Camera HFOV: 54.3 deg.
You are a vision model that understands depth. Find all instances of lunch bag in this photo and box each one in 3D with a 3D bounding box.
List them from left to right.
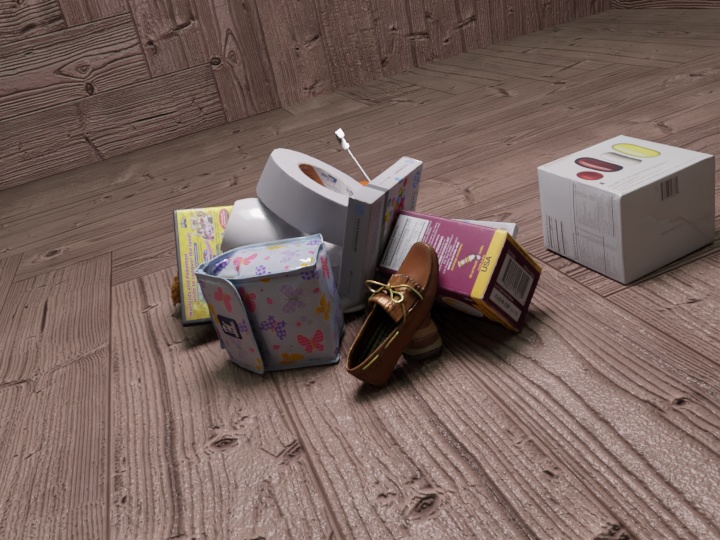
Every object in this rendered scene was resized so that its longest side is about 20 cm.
[{"bbox_3d":[-0.135,0.057,1.052,0.194,0.173,0.128,-6,28,12],"label":"lunch bag"}]

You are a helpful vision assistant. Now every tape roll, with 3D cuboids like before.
[{"bbox_3d":[-0.067,-0.118,1.131,0.197,0.067,0.201,26,19,-10],"label":"tape roll"}]

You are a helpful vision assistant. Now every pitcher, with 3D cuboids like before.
[{"bbox_3d":[-0.127,-0.034,1.160,0.195,0.124,0.171,20,-15,-10],"label":"pitcher"}]

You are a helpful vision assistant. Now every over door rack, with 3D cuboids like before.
[{"bbox_3d":[-0.040,-0.129,1.270,0.146,0.202,0.067,-33,-4,-5],"label":"over door rack"}]

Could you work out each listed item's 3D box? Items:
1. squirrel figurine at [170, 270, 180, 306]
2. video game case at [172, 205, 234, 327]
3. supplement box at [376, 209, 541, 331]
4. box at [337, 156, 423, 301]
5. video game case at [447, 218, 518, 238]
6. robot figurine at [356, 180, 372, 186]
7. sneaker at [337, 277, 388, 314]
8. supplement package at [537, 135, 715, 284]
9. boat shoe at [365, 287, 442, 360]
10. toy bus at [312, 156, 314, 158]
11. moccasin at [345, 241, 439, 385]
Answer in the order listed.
[{"bbox_3d":[-0.276,-0.013,1.330,0.197,0.145,0.185,-25,19,-29],"label":"squirrel figurine"},{"bbox_3d":[-0.226,-0.014,1.216,0.175,0.206,0.026,-6,-16,-13],"label":"video game case"},{"bbox_3d":[0.142,-0.002,1.027,0.197,0.130,0.105,16,78,44],"label":"supplement box"},{"bbox_3d":[0.032,-0.068,1.073,0.040,0.160,0.200,18,30,18],"label":"box"},{"bbox_3d":[0.147,-0.014,1.133,0.196,0.018,0.147,7,72,40],"label":"video game case"},{"bbox_3d":[-0.018,-0.117,1.414,0.194,0.120,0.144,-6,7,-16],"label":"robot figurine"},{"bbox_3d":[0.000,0.000,1.190,0.073,0.102,0.199,9,34,37],"label":"sneaker"},{"bbox_3d":[0.423,-0.107,1.131,0.187,0.151,0.200,-21,26,-17],"label":"supplement package"},{"bbox_3d":[0.062,0.060,1.056,0.074,0.076,0.199,-21,25,-17],"label":"boat shoe"},{"bbox_3d":[-0.153,-0.138,1.556,0.188,0.138,0.201,-23,24,13],"label":"toy bus"},{"bbox_3d":[0.041,0.053,0.947,0.073,0.077,0.204,35,94,46],"label":"moccasin"}]
